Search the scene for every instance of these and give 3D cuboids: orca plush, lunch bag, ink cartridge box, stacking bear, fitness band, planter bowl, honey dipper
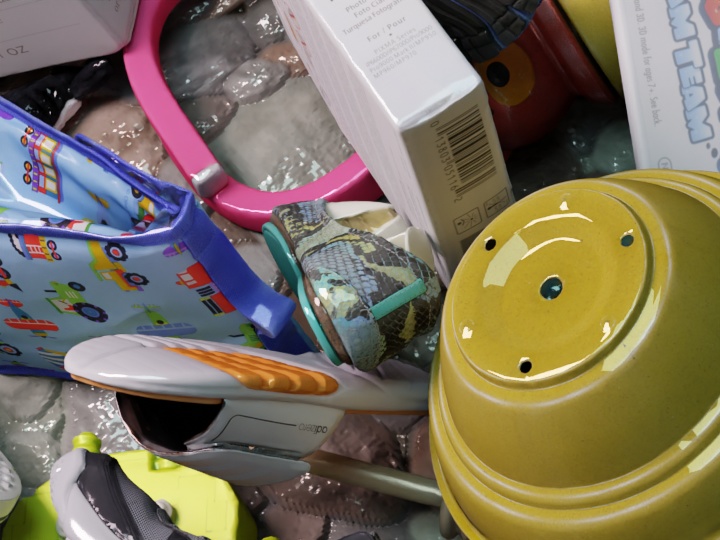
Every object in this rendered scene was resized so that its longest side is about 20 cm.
[{"bbox_3d":[-0.206,-0.046,1.216,0.105,0.071,0.200,36,76,32],"label":"orca plush"},{"bbox_3d":[-0.118,0.000,1.099,0.199,0.151,0.094,17,66,32],"label":"lunch bag"},{"bbox_3d":[0.006,-0.100,1.088,0.047,0.160,0.200,-29,58,-4],"label":"ink cartridge box"},{"bbox_3d":[0.125,-0.131,1.136,0.199,0.114,0.122,-31,96,11],"label":"stacking bear"},{"bbox_3d":[-0.046,-0.108,1.222,0.143,0.037,0.200,-32,56,-2],"label":"fitness band"},{"bbox_3d":[0.096,0.024,0.960,0.200,0.083,0.201,-19,51,25],"label":"planter bowl"},{"bbox_3d":[-0.009,0.092,1.065,0.199,0.038,0.038,14,64,15],"label":"honey dipper"}]

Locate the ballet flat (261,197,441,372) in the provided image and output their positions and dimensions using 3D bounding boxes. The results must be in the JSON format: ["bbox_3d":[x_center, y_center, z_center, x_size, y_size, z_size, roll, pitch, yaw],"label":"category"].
[{"bbox_3d":[0.000,0.000,1.075,0.074,0.074,0.200,-31,17,-1],"label":"ballet flat"}]

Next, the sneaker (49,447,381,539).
[{"bbox_3d":[-0.047,0.137,1.004,0.114,0.076,0.200,-36,65,-4],"label":"sneaker"}]

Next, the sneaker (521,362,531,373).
[{"bbox_3d":[0.142,0.069,1.010,0.199,0.078,0.070,-9,58,32],"label":"sneaker"}]

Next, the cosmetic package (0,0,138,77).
[{"bbox_3d":[-0.229,-0.224,1.237,0.167,0.200,0.167,-10,54,29],"label":"cosmetic package"}]

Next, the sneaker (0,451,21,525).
[{"bbox_3d":[-0.240,0.076,1.119,0.080,0.078,0.200,-57,47,18],"label":"sneaker"}]

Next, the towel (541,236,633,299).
[{"bbox_3d":[0.155,0.051,1.066,0.199,0.022,0.147,19,68,26],"label":"towel"}]

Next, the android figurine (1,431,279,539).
[{"bbox_3d":[-0.112,0.165,1.075,0.181,0.041,0.201,-6,59,15],"label":"android figurine"}]

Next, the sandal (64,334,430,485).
[{"bbox_3d":[-0.037,0.068,1.021,0.079,0.206,0.060,18,99,50],"label":"sandal"}]

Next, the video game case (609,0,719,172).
[{"bbox_3d":[0.209,-0.108,1.055,0.181,0.024,0.201,-10,95,2],"label":"video game case"}]

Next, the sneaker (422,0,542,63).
[{"bbox_3d":[0.030,-0.154,1.117,0.079,0.075,0.200,-52,29,-12],"label":"sneaker"}]
